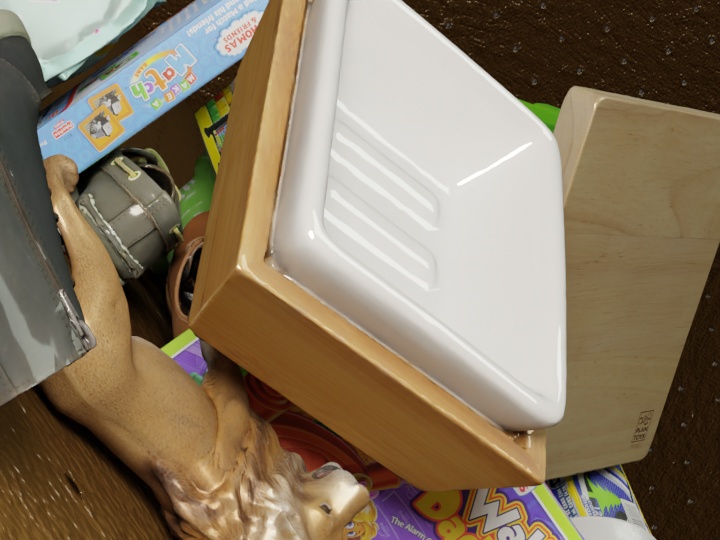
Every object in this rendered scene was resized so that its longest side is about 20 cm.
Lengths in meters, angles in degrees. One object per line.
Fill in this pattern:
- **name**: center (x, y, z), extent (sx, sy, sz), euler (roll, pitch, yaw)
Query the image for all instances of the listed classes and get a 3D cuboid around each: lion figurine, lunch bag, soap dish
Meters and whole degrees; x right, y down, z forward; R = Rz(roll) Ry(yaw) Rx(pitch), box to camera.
- **lion figurine**: center (-0.084, 0.048, 0.693), extent (0.200, 0.072, 0.123), euler (37, 24, -33)
- **lunch bag**: center (-0.199, -0.179, 0.965), extent (0.171, 0.122, 0.200), euler (56, 9, -10)
- **soap dish**: center (0.009, -0.018, 0.736), extent (0.157, 0.081, 0.201), euler (36, 36, -25)

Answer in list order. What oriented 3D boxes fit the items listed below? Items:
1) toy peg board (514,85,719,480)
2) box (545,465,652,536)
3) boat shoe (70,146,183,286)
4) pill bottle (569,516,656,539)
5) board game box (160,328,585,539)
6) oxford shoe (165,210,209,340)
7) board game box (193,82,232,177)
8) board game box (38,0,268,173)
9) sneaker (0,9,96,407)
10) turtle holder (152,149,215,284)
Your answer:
- **toy peg board**: center (0.100, -0.002, 0.942), extent (0.097, 0.200, 0.200), euler (24, 13, 32)
- **box**: center (0.095, 0.088, 1.048), extent (0.064, 0.070, 0.201), euler (18, 40, -42)
- **boat shoe**: center (-0.130, -0.035, 1.007), extent (0.072, 0.060, 0.202), euler (55, 1, -11)
- **pill bottle**: center (0.115, 0.222, 0.842), extent (0.113, 0.112, 0.201), euler (54, 23, -39)
- **board game box**: center (0.000, 0.093, 0.825), extent (0.200, 0.134, 0.045), euler (54, 2, 2)
- **oxford shoe**: center (-0.075, 0.005, 0.985), extent (0.200, 0.071, 0.072), euler (-108, -172, -63)
- **board game box**: center (0.000, 0.000, 1.002), extent (0.165, 0.057, 0.201), euler (31, 30, -49)
- **board game box**: center (-0.105, -0.120, 1.006), extent (0.037, 0.200, 0.151), euler (54, 1, -12)
- **sneaker**: center (-0.129, -0.018, 0.581), extent (0.107, 0.075, 0.200), euler (59, 9, -11)
- **turtle holder**: center (-0.059, -0.001, 1.166), extent (0.186, 0.131, 0.141), euler (55, 2, -12)
